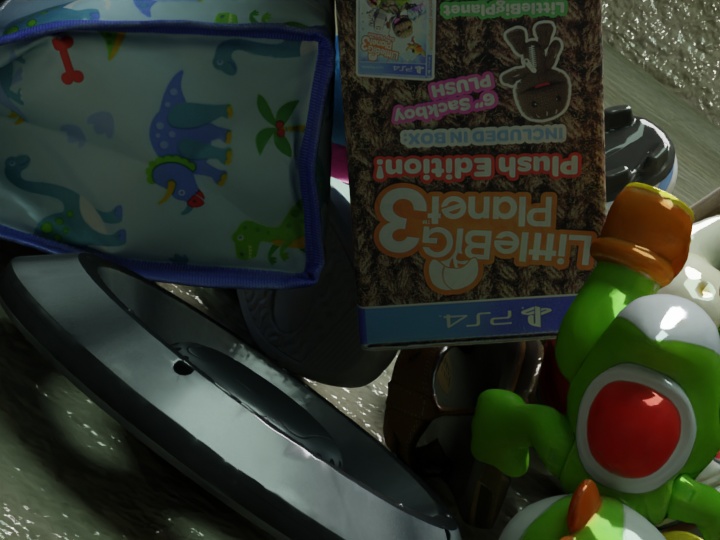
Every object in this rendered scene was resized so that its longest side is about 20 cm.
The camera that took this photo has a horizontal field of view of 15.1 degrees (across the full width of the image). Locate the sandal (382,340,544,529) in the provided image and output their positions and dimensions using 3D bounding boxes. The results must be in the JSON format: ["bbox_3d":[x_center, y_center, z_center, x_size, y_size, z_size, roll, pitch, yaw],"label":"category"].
[{"bbox_3d":[0.035,0.049,1.125,0.054,0.082,0.200,11,14,-10],"label":"sandal"}]

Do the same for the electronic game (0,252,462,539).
[{"bbox_3d":[-0.043,0.057,0.949,0.200,0.042,0.200,35,4,-3],"label":"electronic game"}]

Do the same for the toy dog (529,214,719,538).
[{"bbox_3d":[0.178,0.087,1.226,0.200,0.140,0.194,42,23,26],"label":"toy dog"}]

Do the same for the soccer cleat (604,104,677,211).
[{"bbox_3d":[0.076,-0.011,1.366,0.070,0.199,0.087,53,-25,35],"label":"soccer cleat"}]

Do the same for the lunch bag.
[{"bbox_3d":[-0.109,-0.075,1.066,0.199,0.128,0.170,2,17,-1],"label":"lunch bag"}]

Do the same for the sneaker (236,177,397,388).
[{"bbox_3d":[0.000,0.000,1.201,0.118,0.074,0.200,20,16,-32],"label":"sneaker"}]

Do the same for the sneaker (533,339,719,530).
[{"bbox_3d":[0.103,0.035,1.115,0.077,0.085,0.200,-16,21,-11],"label":"sneaker"}]

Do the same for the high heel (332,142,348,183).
[{"bbox_3d":[0.043,-0.011,1.404,0.199,0.068,0.096,19,11,-13],"label":"high heel"}]

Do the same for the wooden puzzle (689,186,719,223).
[{"bbox_3d":[0.255,0.019,1.335,0.200,0.185,0.046,46,53,-5],"label":"wooden puzzle"}]

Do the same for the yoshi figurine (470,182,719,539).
[{"bbox_3d":[0.096,0.080,0.963,0.112,0.201,0.112,34,-21,-28],"label":"yoshi figurine"}]

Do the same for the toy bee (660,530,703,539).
[{"bbox_3d":[0.163,0.140,1.041,0.131,0.109,0.200,32,12,-6],"label":"toy bee"}]

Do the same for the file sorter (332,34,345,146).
[{"bbox_3d":[-0.013,-0.146,1.439,0.200,0.123,0.139,18,-12,45],"label":"file sorter"}]

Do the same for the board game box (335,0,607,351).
[{"bbox_3d":[0.040,-0.096,1.050,0.096,0.201,0.160,-4,26,1],"label":"board game box"}]
